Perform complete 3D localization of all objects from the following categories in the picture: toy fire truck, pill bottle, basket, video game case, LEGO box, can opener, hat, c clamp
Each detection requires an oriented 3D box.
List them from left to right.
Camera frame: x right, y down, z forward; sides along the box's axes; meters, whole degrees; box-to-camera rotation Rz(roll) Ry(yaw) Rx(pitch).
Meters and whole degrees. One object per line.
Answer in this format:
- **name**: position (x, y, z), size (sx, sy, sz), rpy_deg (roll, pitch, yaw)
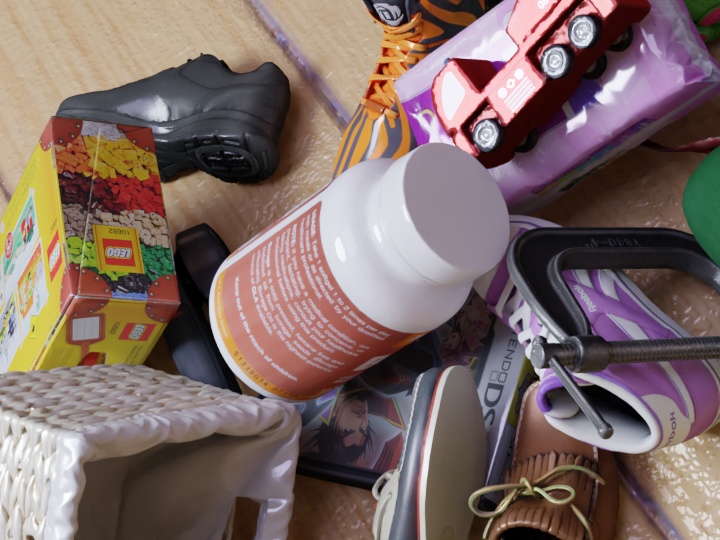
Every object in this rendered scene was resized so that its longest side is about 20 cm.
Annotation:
- **LEGO box**: position (-0.202, 0.013, 1.455), size (0.200, 0.076, 0.150), rpy_deg (-54, 40, 47)
- **basket**: position (-0.164, 0.167, 1.318), size (0.160, 0.199, 0.200), rpy_deg (18, 104, 40)
- **can opener**: position (-0.118, 0.041, 1.450), size (0.078, 0.063, 0.201), rpy_deg (-35, 44, 13)
- **pill bottle**: position (0.000, 0.000, 1.305), size (0.200, 0.111, 0.113), rpy_deg (-33, 50, 46)
- **video game case**: position (0.029, 0.058, 1.388), size (0.198, 0.025, 0.182), rpy_deg (8, 73, 34)
- **toy fire truck**: position (0.100, -0.176, 1.266), size (0.200, 0.049, 0.142), rpy_deg (-47, 66, 29)
- **c clamp**: position (0.169, 0.032, 1.227), size (0.171, 0.198, 0.027), rpy_deg (53, 135, 38)
- **hat**: position (0.202, -0.059, 1.233), size (0.175, 0.201, 0.166), rpy_deg (26, 62, 22)

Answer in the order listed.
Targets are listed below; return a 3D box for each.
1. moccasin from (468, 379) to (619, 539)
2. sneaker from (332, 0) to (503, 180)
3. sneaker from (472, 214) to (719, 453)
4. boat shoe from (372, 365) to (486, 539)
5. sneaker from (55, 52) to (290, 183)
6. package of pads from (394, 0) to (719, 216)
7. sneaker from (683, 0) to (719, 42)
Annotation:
- **moccasin**: position (0.109, 0.160, 1.256), size (0.073, 0.078, 0.203), rpy_deg (-1, 67, 31)
- **sneaker**: position (0.022, -0.147, 1.435), size (0.077, 0.112, 0.201), rpy_deg (23, 81, 37)
- **sneaker**: position (0.121, 0.037, 1.258), size (0.200, 0.114, 0.073), rpy_deg (35, 122, 27)
- **boat shoe**: position (0.034, 0.157, 1.290), size (0.062, 0.071, 0.202), rpy_deg (6, 91, 37)
- **sneaker**: position (-0.136, -0.117, 1.554), size (0.198, 0.076, 0.091), rpy_deg (6, 61, 26)
- **package of pads**: position (0.124, -0.121, 1.327), size (0.199, 0.075, 0.121), rpy_deg (-33, 73, 32)
- **sneaker**: position (0.181, -0.186, 1.379), size (0.198, 0.077, 0.085), rpy_deg (-14, 65, 24)
